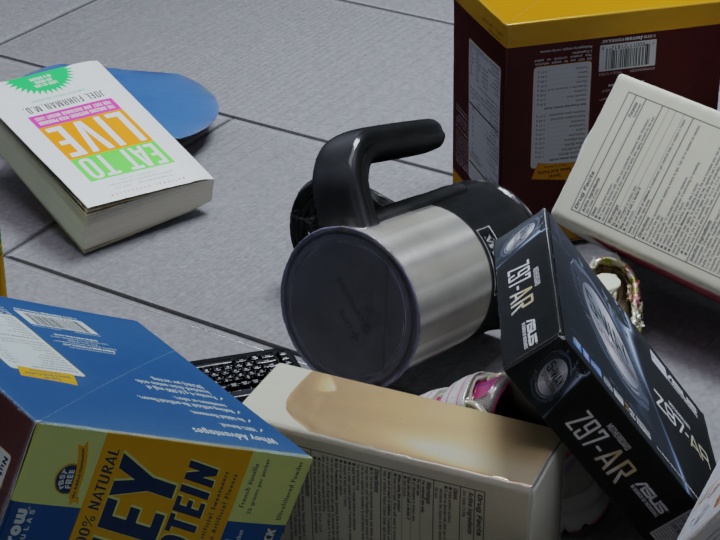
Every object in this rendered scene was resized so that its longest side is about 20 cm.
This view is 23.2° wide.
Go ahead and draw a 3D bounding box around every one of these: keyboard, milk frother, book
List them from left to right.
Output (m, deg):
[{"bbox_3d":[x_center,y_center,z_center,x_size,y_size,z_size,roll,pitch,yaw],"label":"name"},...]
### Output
[{"bbox_3d":[-0.238,-0.108,1.548,0.133,0.048,0.200,-20,48,-35],"label":"book"},{"bbox_3d":[-0.136,0.083,1.256,0.198,0.040,0.104,-10,29,-15],"label":"keyboard"},{"bbox_3d":[0.000,0.000,1.300,0.200,0.181,0.188,-34,-9,36],"label":"milk frother"}]

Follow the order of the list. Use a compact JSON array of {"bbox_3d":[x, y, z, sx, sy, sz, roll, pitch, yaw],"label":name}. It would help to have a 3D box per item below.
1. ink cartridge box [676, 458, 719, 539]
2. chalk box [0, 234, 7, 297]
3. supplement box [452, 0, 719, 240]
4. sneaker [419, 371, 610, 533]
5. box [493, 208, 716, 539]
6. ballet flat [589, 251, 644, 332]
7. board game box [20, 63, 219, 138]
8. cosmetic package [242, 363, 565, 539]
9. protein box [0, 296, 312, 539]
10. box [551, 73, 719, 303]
[{"bbox_3d":[0.300,0.152,1.045,0.175,0.084,0.200,41,38,4],"label":"ink cartridge box"},{"bbox_3d":[-0.357,-0.022,1.361,0.123,0.126,0.200,-12,32,-21],"label":"chalk box"},{"bbox_3d":[0.190,-0.146,1.497,0.195,0.202,0.133,-8,29,-14],"label":"supplement box"},{"bbox_3d":[0.070,0.104,1.162,0.198,0.089,0.081,8,30,15],"label":"sneaker"},{"bbox_3d":[0.159,0.079,1.109,0.043,0.200,0.161,-33,22,18],"label":"box"},{"bbox_3d":[0.169,0.051,1.283,0.075,0.064,0.200,4,30,9],"label":"ballet flat"},{"bbox_3d":[-0.236,-0.146,1.677,0.198,0.039,0.158,4,27,-7],"label":"board game box"},{"bbox_3d":[0.023,0.136,1.092,0.198,0.106,0.071,13,31,20],"label":"cosmetic package"},{"bbox_3d":[-0.177,0.115,1.021,0.198,0.136,0.200,13,14,-44],"label":"protein box"},{"bbox_3d":[0.271,-0.049,1.354,0.199,0.129,0.109,29,3,37],"label":"box"}]
